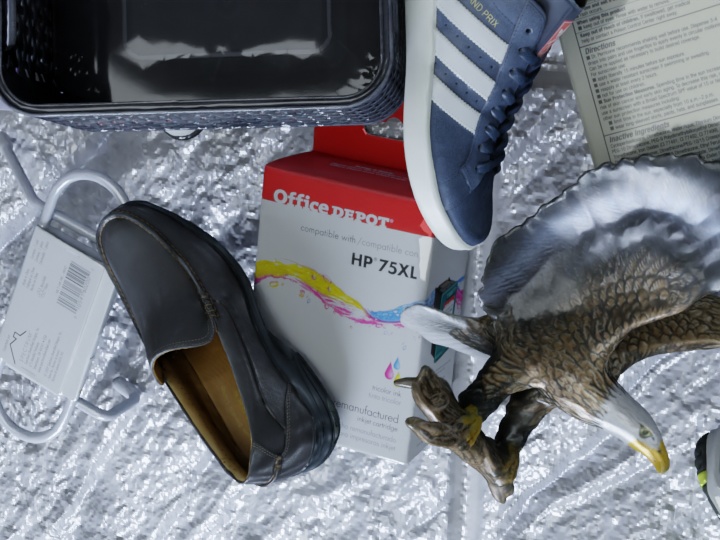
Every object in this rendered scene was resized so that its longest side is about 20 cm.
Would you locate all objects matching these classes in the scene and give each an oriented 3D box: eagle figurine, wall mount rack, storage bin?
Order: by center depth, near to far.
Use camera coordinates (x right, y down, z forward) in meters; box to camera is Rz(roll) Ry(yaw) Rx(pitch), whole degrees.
[{"bbox_3d":[-0.077,-0.144,0.692,0.198,0.094,0.137,-1,91,6],"label":"storage bin"},{"bbox_3d":[0.125,0.034,0.706,0.200,0.152,0.151,-43,95,3],"label":"eagle figurine"},{"bbox_3d":[-0.209,0.005,0.920,0.173,0.075,0.201,29,112,12],"label":"wall mount rack"}]

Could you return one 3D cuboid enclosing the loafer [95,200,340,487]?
[{"bbox_3d":[-0.095,0.039,0.801,0.200,0.072,0.073,47,121,16],"label":"loafer"}]

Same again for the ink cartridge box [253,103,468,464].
[{"bbox_3d":[0.000,0.000,0.823,0.115,0.067,0.202,12,107,23],"label":"ink cartridge box"}]

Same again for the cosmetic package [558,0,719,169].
[{"bbox_3d":[0.162,-0.127,0.718,0.104,0.071,0.202,-12,97,28],"label":"cosmetic package"}]

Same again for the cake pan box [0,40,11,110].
[{"bbox_3d":[-0.217,-0.208,0.831,0.184,0.052,0.202,36,119,54],"label":"cake pan box"}]

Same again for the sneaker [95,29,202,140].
[{"bbox_3d":[-0.107,-0.165,0.828,0.080,0.115,0.202,1,73,19],"label":"sneaker"}]

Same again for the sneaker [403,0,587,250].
[{"bbox_3d":[0.069,-0.105,0.677,0.084,0.075,0.202,3,111,20],"label":"sneaker"}]

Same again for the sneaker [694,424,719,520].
[{"bbox_3d":[0.264,0.161,0.739,0.076,0.075,0.201,-38,87,27],"label":"sneaker"}]
